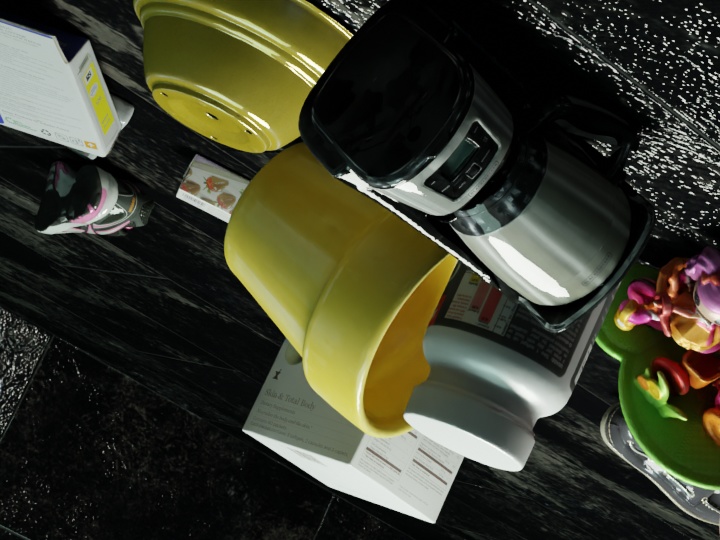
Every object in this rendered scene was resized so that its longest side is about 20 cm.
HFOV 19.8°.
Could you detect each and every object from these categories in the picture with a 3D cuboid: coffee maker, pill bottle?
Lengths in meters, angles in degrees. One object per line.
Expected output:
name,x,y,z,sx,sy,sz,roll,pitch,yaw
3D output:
coffee maker,0.060,-0.070,1.318,0.200,0.135,0.192,36,165,-37
pill bottle,0.113,0.034,1.484,0.115,0.201,0.116,24,167,6

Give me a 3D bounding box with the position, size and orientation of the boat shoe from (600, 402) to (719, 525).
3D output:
boat shoe,0.329,0.196,2.033,0.199,0.073,0.063,32,170,-8

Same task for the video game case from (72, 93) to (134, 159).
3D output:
video game case,-0.308,-0.169,1.910,0.181,0.023,0.200,29,167,-11

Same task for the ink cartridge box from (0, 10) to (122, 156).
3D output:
ink cartridge box,-0.315,-0.187,1.753,0.197,0.047,0.200,20,155,14

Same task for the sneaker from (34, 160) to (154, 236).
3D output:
sneaker,-0.280,-0.064,2.172,0.086,0.081,0.200,20,177,-26

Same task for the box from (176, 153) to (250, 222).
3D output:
box,-0.075,-0.045,1.917,0.199,0.039,0.041,27,169,-4

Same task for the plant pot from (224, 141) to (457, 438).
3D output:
plant pot,0.000,0.000,1.632,0.189,0.201,0.201,36,173,27

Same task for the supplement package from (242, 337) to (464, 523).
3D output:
supplement package,0.020,0.109,1.982,0.151,0.201,0.151,14,163,43

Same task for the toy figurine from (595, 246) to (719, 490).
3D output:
toy figurine,0.265,0.040,1.476,0.200,0.150,0.184,48,157,11

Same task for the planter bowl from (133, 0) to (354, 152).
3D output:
planter bowl,-0.089,-0.139,1.448,0.200,0.084,0.200,24,168,5
